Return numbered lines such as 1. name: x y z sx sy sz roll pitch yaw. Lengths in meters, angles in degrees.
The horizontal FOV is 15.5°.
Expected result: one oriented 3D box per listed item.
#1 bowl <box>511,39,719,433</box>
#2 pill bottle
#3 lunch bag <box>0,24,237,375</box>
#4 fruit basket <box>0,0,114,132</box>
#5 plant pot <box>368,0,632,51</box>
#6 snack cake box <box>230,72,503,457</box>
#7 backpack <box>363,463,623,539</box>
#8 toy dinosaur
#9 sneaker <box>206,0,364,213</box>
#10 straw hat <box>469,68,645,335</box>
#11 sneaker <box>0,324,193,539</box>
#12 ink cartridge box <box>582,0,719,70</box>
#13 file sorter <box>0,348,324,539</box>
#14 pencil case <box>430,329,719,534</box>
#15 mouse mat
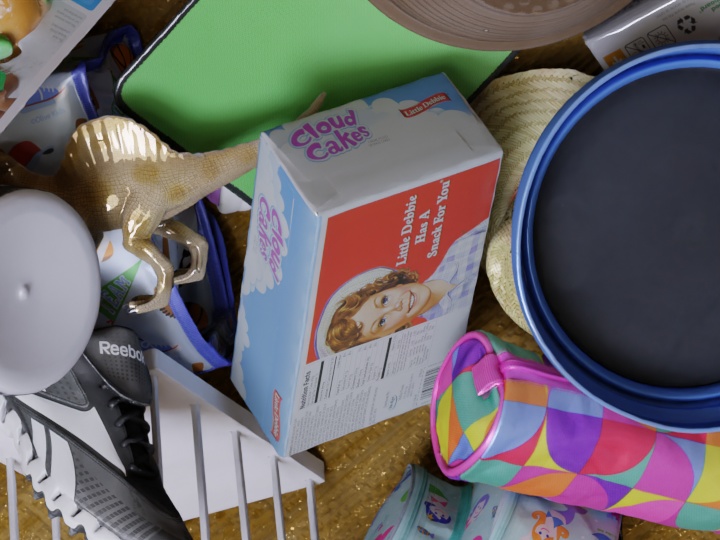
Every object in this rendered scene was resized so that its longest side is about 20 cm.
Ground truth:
1. bowl: 0.172 -0.019 1.351 0.200 0.039 0.201 -2 101 -9
2. pill bottle: -0.238 0.004 1.371 0.200 0.106 0.107 5 122 40
3. lunch bag: -0.175 -0.016 1.490 0.169 0.124 0.201 -17 105 20
4. fruit basket: -0.239 -0.143 1.380 0.185 0.200 0.094 25 139 16
5. plant pot: 0.080 -0.191 1.311 0.200 0.093 0.202 -4 118 -7
6. snack cake box: 0.000 0.000 1.417 0.115 0.067 0.200 -18 143 -24
7. backpack: 0.066 0.192 1.506 0.150 0.178 0.200 31 110 -3
8. toy dinosaur: -0.112 -0.035 1.381 0.199 0.058 0.101 -7 109 6
9. sneaker: -0.029 -0.124 1.436 0.099 0.075 0.201 4 118 -15
10. straw hat: 0.116 -0.005 1.413 0.200 0.085 0.202 16 130 20
11. sneaker: -0.139 0.077 1.385 0.091 0.066 0.200 -51 55 10
12. ink cartridge box: 0.253 -0.093 1.384 0.197 0.047 0.200 -28 110 25
13. file sorter: -0.122 0.150 1.506 0.138 0.125 0.200 -17 150 21
14. pencil case: 0.137 0.088 1.438 0.199 0.089 0.089 11 124 -25
15. mouse mat: -0.012 -0.118 1.394 0.161 0.008 0.200 36 106 -26
